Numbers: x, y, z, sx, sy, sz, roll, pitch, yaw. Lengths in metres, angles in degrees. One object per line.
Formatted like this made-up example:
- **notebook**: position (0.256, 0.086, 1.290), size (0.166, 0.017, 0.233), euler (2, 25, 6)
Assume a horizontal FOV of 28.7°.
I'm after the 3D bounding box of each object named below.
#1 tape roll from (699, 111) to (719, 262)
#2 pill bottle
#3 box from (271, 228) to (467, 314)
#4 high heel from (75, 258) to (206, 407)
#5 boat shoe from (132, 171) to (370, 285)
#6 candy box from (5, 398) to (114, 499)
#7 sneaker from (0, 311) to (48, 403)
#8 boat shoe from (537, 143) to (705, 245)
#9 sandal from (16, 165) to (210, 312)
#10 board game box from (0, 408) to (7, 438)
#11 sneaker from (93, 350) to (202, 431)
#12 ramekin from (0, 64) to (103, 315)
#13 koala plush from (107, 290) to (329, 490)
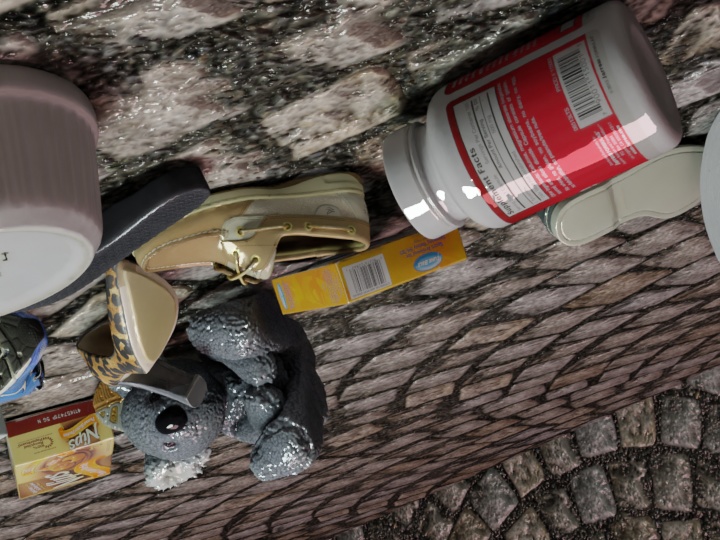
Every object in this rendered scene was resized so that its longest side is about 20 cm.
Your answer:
- **tape roll**: position (0.394, -0.068, 1.274), size (0.065, 0.203, 0.200), euler (-10, 163, -22)
- **pill bottle**: position (0.120, -0.100, 1.011), size (0.198, 0.114, 0.112), euler (-25, 164, 23)
- **box**: position (0.000, 0.000, 1.255), size (0.118, 0.042, 0.200), euler (-20, -179, -21)
- **high heel**: position (-0.225, 0.044, 1.243), size (0.141, 0.072, 0.201), euler (17, 147, 27)
- **boat shoe**: position (-0.083, -0.026, 1.118), size (0.197, 0.067, 0.074), euler (-15, 164, -15)
- **candy box**: position (-0.349, 0.208, 1.638), size (0.114, 0.056, 0.200), euler (-14, 165, -16)
- **sneaker**: position (-0.311, 0.073, 1.210), size (0.088, 0.080, 0.199), euler (-20, 175, -38)
- **boat shoe**: position (0.260, -0.083, 1.373), size (0.198, 0.074, 0.062), euler (-21, -151, -18)
- **sandal**: position (-0.201, -0.026, 1.051), size (0.199, 0.043, 0.076), euler (-31, 170, 9)
- **board game box**: position (-0.459, 0.158, 1.326), size (0.147, 0.065, 0.199), euler (-30, 163, 32)
- **sneaker**: position (-0.185, 0.125, 1.508), size (0.197, 0.077, 0.088), euler (-17, 170, 6)
- **ramekin**: position (-0.247, -0.034, 0.846), size (0.199, 0.095, 0.203), euler (-17, 164, -5)
- **koala plush**: position (-0.148, 0.126, 1.386), size (0.198, 0.179, 0.184), euler (-24, -172, 12)
